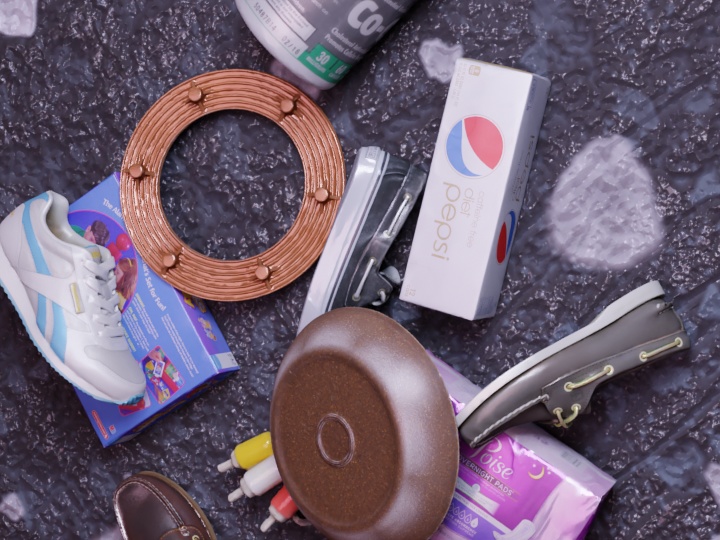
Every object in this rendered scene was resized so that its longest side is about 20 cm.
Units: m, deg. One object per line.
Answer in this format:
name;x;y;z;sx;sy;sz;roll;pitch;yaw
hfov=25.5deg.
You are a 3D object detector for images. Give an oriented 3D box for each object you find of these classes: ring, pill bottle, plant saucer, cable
ring;-0.111;-0.074;1.357;0.198;0.019;0.202;-1;85;9
pill bottle;0.002;-0.253;1.284;0.200;0.113;0.113;-44;76;16
plant saucer;-0.009;0.131;1.250;0.199;0.036;0.202;9;102;43
cable;-0.028;0.140;1.334;0.200;0.050;0.097;-45;73;17

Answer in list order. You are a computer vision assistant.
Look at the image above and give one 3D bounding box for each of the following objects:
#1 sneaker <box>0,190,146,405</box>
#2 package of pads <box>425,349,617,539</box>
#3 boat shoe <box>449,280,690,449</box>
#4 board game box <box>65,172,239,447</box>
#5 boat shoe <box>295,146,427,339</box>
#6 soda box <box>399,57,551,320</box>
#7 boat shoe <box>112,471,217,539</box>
sneaker;-0.241;0.026;1.355;0.081;0.076;0.201;-39;80;15
package of pads;0.095;0.166;1.276;0.199;0.076;0.121;33;103;17
boat shoe;0.162;0.083;1.220;0.201;0.072;0.061;-31;79;-11
board game box;-0.212;0.035;1.408;0.134;0.045;0.201;-32;80;19
boat shoe;0.000;0.000;1.311;0.070;0.072;0.201;20;109;-1
soda box;0.093;-0.065;1.279;0.068;0.064;0.202;15;96;20
boat shoe;-0.154;0.261;1.377;0.070;0.070;0.200;-43;75;17
